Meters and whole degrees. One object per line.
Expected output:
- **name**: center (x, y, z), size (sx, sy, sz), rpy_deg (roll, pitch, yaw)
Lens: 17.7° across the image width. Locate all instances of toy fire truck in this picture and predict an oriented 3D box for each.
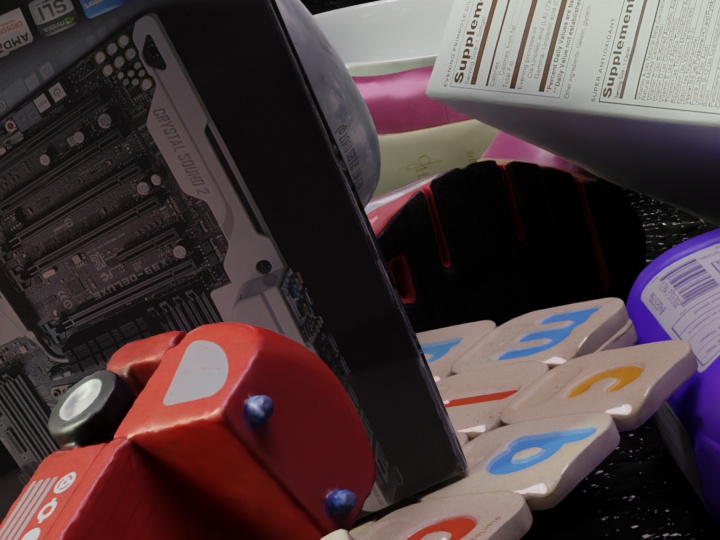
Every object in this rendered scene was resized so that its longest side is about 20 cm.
- **toy fire truck**: center (-0.037, 0.084, 0.446), size (0.141, 0.049, 0.200), rpy_deg (-14, 34, 44)

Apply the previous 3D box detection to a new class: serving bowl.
- **serving bowl**: center (0.035, -0.092, 1.148), size (0.199, 0.066, 0.200), rpy_deg (-8, 15, 2)

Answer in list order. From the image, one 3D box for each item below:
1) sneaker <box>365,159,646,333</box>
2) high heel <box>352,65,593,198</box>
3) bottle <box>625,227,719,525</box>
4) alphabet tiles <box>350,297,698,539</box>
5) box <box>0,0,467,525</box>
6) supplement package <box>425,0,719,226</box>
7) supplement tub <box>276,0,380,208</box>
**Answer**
- **sneaker**: center (0.000, 0.000, 0.811), size (0.199, 0.074, 0.087), rpy_deg (-13, 14, -13)
- **high heel**: center (0.023, -0.073, 1.038), size (0.199, 0.068, 0.096), rpy_deg (5, 39, 30)
- **bottle**: center (0.125, 0.038, 0.604), size (0.083, 0.066, 0.200), rpy_deg (-15, 15, -2)
- **alphabet tiles**: center (-0.011, 0.062, 0.620), size (0.195, 0.015, 0.200), rpy_deg (-13, 16, 44)
- **box**: center (-0.095, 0.015, 0.565), size (0.199, 0.158, 0.050), rpy_deg (-23, 15, -1)
- **supplement package**: center (0.169, -0.088, 0.749), size (0.191, 0.148, 0.200), rpy_deg (20, -5, -38)
- **supplement tub**: center (-0.098, -0.002, 0.683), size (0.200, 0.123, 0.122), rpy_deg (-46, 31, -23)
